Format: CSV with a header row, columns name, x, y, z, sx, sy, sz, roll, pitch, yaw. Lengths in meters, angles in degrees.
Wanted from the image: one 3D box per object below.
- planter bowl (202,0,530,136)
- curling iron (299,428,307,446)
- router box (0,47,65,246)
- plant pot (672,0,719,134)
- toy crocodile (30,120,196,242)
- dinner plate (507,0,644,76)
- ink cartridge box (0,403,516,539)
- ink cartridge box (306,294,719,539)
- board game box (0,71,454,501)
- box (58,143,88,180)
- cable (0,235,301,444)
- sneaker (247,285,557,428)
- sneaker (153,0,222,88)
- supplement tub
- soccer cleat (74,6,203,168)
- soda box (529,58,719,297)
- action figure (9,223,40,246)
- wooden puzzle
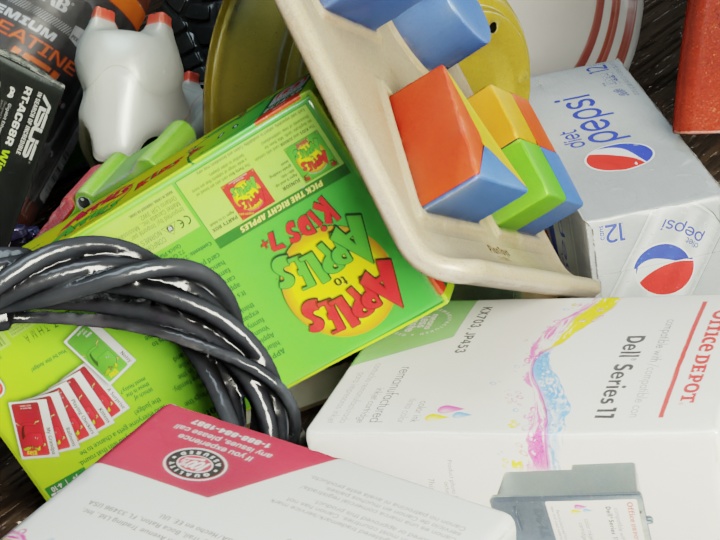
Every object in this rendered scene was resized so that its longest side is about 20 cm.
name,x,y,z,sx,sy,sz,roll,pitch,yaw
planter bowl,0.024,-0.088,0.993,0.083,0.201,0.200,18,37,39
curling iron,-0.103,0.105,0.830,0.199,0.026,0.050,-26,40,-29
router box,-0.236,-0.015,0.964,0.149,0.201,0.062,15,-7,42
plant pot,0.267,-0.161,0.997,0.199,0.177,0.200,0,5,22
toy crocodile,-0.130,0.000,0.936,0.200,0.062,0.068,-49,4,45
dinner plate,0.084,-0.166,1.135,0.200,0.201,0.024,-31,19,-37
ink cartridge box,-0.059,0.139,0.647,0.147,0.086,0.200,17,36,27
ink cartridge box,0.094,0.062,0.792,0.199,0.068,0.117,-2,25,21
board game box,-0.070,0.009,0.845,0.199,0.102,0.048,-29,14,20
box,-0.232,-0.149,1.229,0.176,0.201,0.096,-28,30,-35
cable,-0.120,0.069,0.779,0.199,0.164,0.051,2,-20,-11
sneaker,0.000,0.000,0.938,0.199,0.090,0.067,-20,26,-18
sneaker,-0.023,-0.150,1.174,0.199,0.088,0.076,-27,67,6
supplement tub,-0.185,-0.128,1.137,0.107,0.107,0.201,16,76,45
soccer cleat,-0.105,-0.067,1.013,0.069,0.078,0.200,5,-10,7
soda box,0.121,-0.039,1.003,0.068,0.064,0.200,-11,25,-4
action figure,-0.130,-0.012,1.047,0.199,0.070,0.130,-5,7,2
wooden puzzle,0.026,-0.079,0.832,0.046,0.201,0.185,-35,-15,17
